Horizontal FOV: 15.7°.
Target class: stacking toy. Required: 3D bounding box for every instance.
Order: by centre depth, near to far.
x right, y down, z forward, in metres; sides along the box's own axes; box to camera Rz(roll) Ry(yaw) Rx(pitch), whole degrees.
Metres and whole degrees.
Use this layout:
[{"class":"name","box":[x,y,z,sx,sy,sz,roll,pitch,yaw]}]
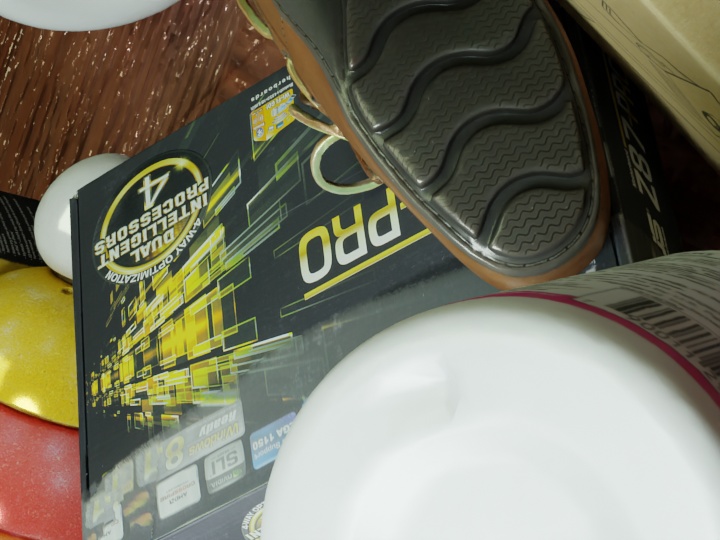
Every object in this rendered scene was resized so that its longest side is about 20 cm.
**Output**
[{"class":"stacking toy","box":[-0.121,0.050,0.988,0.146,0.146,0.200,32,102,51]}]

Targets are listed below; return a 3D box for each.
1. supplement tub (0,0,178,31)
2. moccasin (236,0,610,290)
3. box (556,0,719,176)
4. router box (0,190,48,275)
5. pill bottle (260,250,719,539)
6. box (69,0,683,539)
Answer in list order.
[{"class":"supplement tub","box":[-0.134,-0.208,1.085,0.145,0.145,0.200,-56,41,24]},{"class":"moccasin","box":[0.006,-0.068,0.769,0.074,0.078,0.201,-36,60,-11]},{"class":"box","box":[0.078,-0.067,0.696,0.021,0.200,0.163,-44,17,2]},{"class":"router box","box":[-0.189,0.055,1.062,0.200,0.157,0.052,-55,41,26]},{"class":"pill bottle","box":[0.070,0.054,0.610,0.113,0.200,0.114,2,95,27]},{"class":"box","box":[0.000,0.000,0.814,0.200,0.049,0.161,-28,48,23]}]
